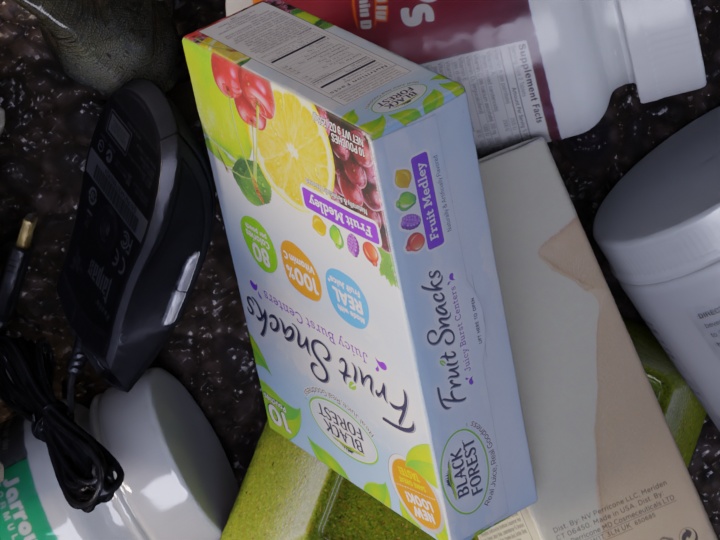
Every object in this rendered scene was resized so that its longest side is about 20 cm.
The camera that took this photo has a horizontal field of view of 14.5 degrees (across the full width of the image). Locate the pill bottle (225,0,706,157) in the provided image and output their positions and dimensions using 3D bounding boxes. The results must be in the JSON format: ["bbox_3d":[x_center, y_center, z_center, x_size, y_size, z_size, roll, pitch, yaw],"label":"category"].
[{"bbox_3d":[0.048,-0.105,1.265,0.200,0.110,0.110,-13,109,6],"label":"pill bottle"}]

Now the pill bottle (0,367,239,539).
[{"bbox_3d":[-0.164,0.131,1.357,0.200,0.113,0.113,-27,107,11],"label":"pill bottle"}]

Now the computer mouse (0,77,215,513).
[{"bbox_3d":[-0.114,-0.005,1.272,0.046,0.140,0.200,0,117,-31],"label":"computer mouse"}]

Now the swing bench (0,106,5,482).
[{"bbox_3d":[-0.256,0.015,1.274,0.200,0.130,0.199,0,82,-1],"label":"swing bench"}]

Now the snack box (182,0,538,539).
[{"bbox_3d":[0.000,0.000,1.180,0.053,0.142,0.200,-27,124,-24],"label":"snack box"}]

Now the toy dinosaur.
[{"bbox_3d":[-0.113,-0.112,1.257,0.077,0.200,0.102,-29,69,1],"label":"toy dinosaur"}]

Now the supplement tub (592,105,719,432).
[{"bbox_3d":[0.212,0.027,1.298,0.132,0.132,0.200,-31,107,12],"label":"supplement tub"}]

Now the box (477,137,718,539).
[{"bbox_3d":[0.075,0.052,1.256,0.078,0.095,0.200,-21,85,-16],"label":"box"}]

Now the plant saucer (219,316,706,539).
[{"bbox_3d":[0.056,0.091,1.317,0.200,0.048,0.200,22,76,-6],"label":"plant saucer"}]
